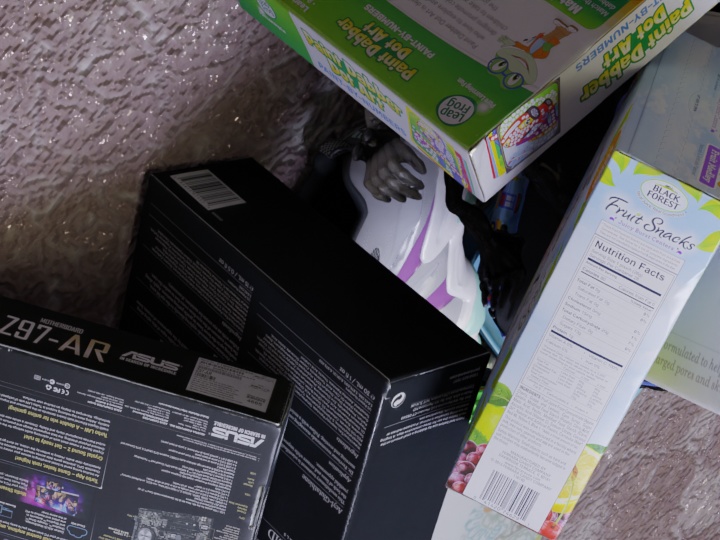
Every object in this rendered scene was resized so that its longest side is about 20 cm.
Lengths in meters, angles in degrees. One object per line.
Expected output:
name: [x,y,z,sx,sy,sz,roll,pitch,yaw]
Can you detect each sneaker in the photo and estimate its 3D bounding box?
sneaker: [0.000,0.000,1.199,0.139,0.078,0.201,-22,126,-29]

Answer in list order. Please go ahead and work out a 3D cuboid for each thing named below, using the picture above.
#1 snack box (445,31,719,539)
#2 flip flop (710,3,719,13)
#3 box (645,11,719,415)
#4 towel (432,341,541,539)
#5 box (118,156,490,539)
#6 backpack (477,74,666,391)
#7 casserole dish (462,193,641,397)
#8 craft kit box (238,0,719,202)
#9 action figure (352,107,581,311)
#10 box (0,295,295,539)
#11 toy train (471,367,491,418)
snack box: [0.122,0.003,1.010,0.169,0.067,0.201,-60,174,-59]
flip flop: [0.190,-0.147,1.206,0.081,0.200,0.058,14,74,-21]
box: [0.244,-0.019,1.072,0.130,0.199,0.202,10,98,-24]
towel: [0.082,0.137,1.424,0.199,0.048,0.172,20,103,-52]
box: [-0.039,0.053,1.090,0.078,0.200,0.142,-12,130,-42]
backpack: [0.192,-0.017,1.237,0.199,0.134,0.184,11,96,-28]
casserole dish: [0.124,0.016,1.327,0.121,0.039,0.200,-49,127,-13]
craft kit box: [0.065,-0.155,1.016,0.197,0.200,0.049,-38,143,-14]
action figure: [0.056,-0.082,1.094,0.118,0.102,0.201,-29,115,11]
box: [-0.146,0.104,1.046,0.044,0.198,0.161,-73,178,-60]
toy train: [0.012,0.088,1.271,0.199,0.057,0.042,-4,134,-30]
